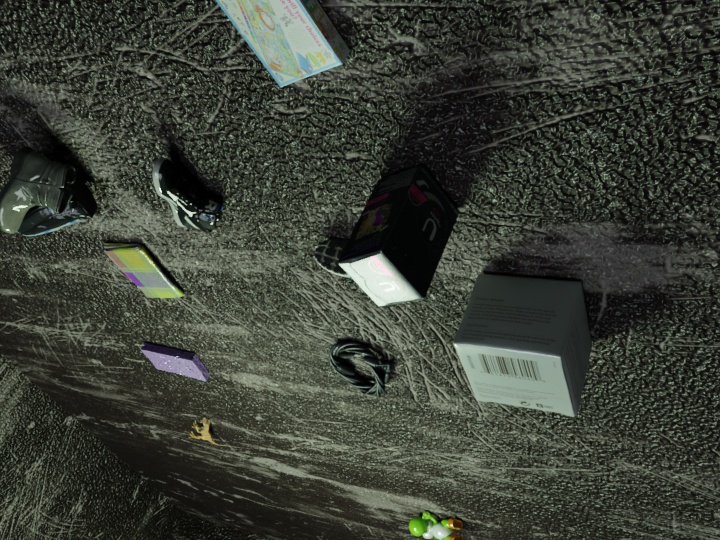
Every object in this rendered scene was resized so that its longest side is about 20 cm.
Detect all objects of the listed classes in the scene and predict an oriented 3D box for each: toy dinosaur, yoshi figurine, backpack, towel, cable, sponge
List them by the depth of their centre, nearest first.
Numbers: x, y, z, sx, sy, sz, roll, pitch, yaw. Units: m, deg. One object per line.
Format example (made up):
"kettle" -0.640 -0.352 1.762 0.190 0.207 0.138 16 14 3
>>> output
"backpack" -0.712 -0.159 1.676 0.199 0.154 0.164 -29 115 10
"cable" -0.005 0.250 1.852 0.162 0.051 0.201 21 147 8
"towel" -0.550 0.001 1.900 0.143 0.023 0.200 -1 139 33
"sponge" -0.566 0.279 2.283 0.199 0.030 0.112 8 143 24
"yoshi figurine" 0.239 0.864 2.490 0.199 0.112 0.112 -13 115 47
"toy dinosaur" -0.553 0.590 2.672 0.105 0.061 0.201 13 145 16

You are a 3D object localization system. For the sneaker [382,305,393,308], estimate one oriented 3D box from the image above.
"sneaker" 0.043 -0.025 1.399 0.090 0.078 0.201 -134 33 -55

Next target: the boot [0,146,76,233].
"boot" -0.679 -0.148 1.564 0.130 0.068 0.201 27 105 9

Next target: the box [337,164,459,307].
"box" 0.067 -0.058 1.246 0.106 0.201 0.122 -13 132 44

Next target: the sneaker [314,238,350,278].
"sneaker" 0.000 0.000 1.490 0.199 0.078 0.080 20 155 8

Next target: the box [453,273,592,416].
"box" 0.306 0.135 1.377 0.198 0.172 0.201 5 142 29

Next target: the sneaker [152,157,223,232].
"sneaker" -0.337 -0.152 1.513 0.111 0.073 0.200 12 153 15

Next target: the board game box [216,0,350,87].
"board game box" -0.123 -0.373 1.093 0.134 0.034 0.200 -7 135 39
